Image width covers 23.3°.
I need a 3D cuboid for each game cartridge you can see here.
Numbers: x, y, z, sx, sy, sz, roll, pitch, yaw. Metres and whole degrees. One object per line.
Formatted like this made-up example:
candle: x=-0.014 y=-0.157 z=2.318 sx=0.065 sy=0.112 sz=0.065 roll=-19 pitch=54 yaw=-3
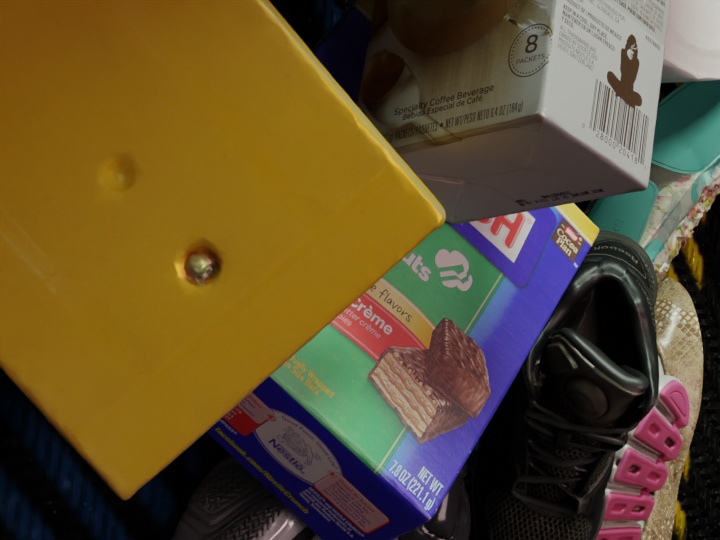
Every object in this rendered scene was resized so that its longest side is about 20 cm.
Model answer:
game cartridge: x=-0.094 y=-0.040 z=0.687 sx=0.176 sy=0.032 sz=0.200 roll=-40 pitch=98 yaw=5

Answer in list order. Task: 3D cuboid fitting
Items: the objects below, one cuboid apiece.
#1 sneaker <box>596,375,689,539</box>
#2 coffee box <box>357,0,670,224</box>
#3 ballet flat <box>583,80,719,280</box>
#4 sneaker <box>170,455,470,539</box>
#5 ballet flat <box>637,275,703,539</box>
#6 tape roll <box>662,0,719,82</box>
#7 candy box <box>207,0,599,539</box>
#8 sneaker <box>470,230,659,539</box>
sneaker: x=0.110 y=0.134 z=0.991 sx=0.073 sy=0.087 sz=0.202 roll=11 pitch=108 yaw=-47
coffee box: x=0.072 y=-0.133 z=0.765 sx=0.079 sy=0.114 sz=0.202 roll=26 pitch=65 yaw=-40
ballet flat: x=0.178 y=-0.042 z=1.061 sx=0.200 sy=0.075 sz=0.064 roll=-48 pitch=151 yaw=-26
sneaker: x=-0.007 y=0.123 z=0.861 sx=0.200 sy=0.075 sz=0.115 roll=-46 pitch=121 yaw=-37
ballet flat: x=0.161 y=0.102 z=1.039 sx=0.065 sy=0.070 sz=0.203 roll=8 pitch=86 yaw=-48
tape roll: x=0.181 y=-0.212 z=1.040 sx=0.201 sy=0.070 sz=0.205 roll=-4 pitch=96 yaw=-46
candy box: x=0.000 y=0.000 z=0.807 sx=0.169 sy=0.077 sz=0.201 roll=43 pitch=51 yaw=-9
sneaker: x=0.100 y=0.083 z=0.884 sx=0.114 sy=0.075 sz=0.202 roll=-41 pitch=149 yaw=-77
